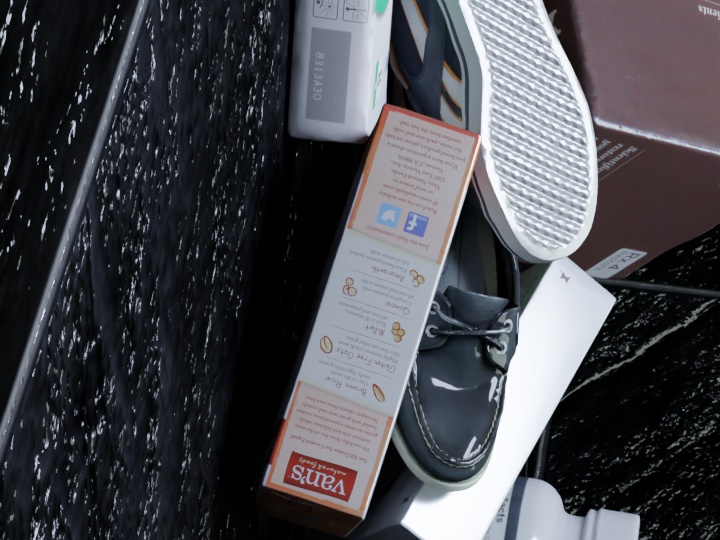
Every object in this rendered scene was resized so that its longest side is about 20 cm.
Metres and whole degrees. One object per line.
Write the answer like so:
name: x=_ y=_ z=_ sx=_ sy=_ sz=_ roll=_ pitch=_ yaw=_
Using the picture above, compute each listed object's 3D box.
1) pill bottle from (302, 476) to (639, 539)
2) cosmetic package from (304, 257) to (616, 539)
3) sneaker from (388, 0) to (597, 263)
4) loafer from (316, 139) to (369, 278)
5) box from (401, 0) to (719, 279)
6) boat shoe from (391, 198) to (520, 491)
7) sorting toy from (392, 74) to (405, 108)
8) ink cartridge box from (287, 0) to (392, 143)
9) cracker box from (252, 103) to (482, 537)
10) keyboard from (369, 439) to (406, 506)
pill bottle: x=0.068 y=0.183 z=1.636 sx=0.120 sy=0.198 sz=0.121 roll=7 pitch=90 yaw=-83
cosmetic package: x=0.051 y=0.096 z=1.532 sx=0.201 sy=0.052 sz=0.151 roll=-58 pitch=-169 yaw=-29
sneaker: x=0.069 y=-0.099 z=1.438 sx=0.079 sy=0.078 sz=0.202 roll=-19 pitch=-96 yaw=60
loafer: x=0.000 y=0.000 z=1.535 sx=0.073 sy=0.071 sz=0.201 roll=-6 pitch=-115 yaw=65
box: x=0.135 y=-0.126 z=1.623 sx=0.166 sy=0.163 sz=0.201 roll=-35 pitch=-126 yaw=44
boat shoe: x=0.054 y=0.018 z=1.445 sx=0.066 sy=0.074 sz=0.201 roll=127 pitch=-26 yaw=-56
sorting toy: x=0.045 y=-0.162 z=1.791 sx=0.185 sy=0.036 sz=0.202 roll=62 pitch=35 yaw=-77
ink cartridge box: x=0.004 y=-0.175 z=1.428 sx=0.200 sy=0.050 sz=0.162 roll=-62 pitch=158 yaw=-66
cracker box: x=0.001 y=0.029 z=1.351 sx=0.134 sy=0.057 sz=0.201 roll=115 pitch=-8 yaw=-79
keyboard: x=0.026 y=0.066 z=1.554 sx=0.127 sy=0.021 sz=0.200 roll=-56 pitch=-168 yaw=8
